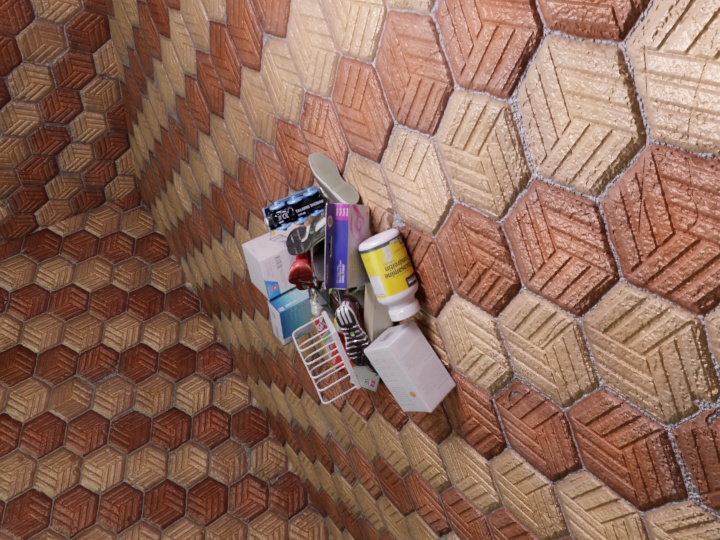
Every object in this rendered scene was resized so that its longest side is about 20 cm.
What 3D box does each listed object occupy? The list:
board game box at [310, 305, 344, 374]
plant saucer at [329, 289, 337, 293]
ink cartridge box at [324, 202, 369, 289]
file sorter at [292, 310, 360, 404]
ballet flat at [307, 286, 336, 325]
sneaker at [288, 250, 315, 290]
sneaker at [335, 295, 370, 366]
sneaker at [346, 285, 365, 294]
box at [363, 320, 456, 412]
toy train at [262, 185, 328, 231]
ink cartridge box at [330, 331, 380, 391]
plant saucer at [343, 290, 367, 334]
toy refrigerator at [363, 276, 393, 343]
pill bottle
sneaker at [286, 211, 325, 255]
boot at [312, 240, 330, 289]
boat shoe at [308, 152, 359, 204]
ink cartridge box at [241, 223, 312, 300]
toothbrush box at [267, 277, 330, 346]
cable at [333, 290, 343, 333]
[{"bbox_3d":[-0.084,0.230,1.941,0.030,0.094,0.206,-12,103,61],"label":"board game box"},{"bbox_3d":[-0.047,-0.033,1.604,0.200,0.030,0.207,-165,89,-84],"label":"plant saucer"},{"bbox_3d":[-0.028,-0.060,1.433,0.042,0.199,0.204,3,95,20],"label":"ink cartridge box"},{"bbox_3d":[-0.102,0.254,1.702,0.205,0.122,0.139,68,171,-24],"label":"file sorter"},{"bbox_3d":[-0.115,0.124,1.852,0.071,0.073,0.201,28,164,49],"label":"ballet flat"},{"bbox_3d":[-0.177,-0.023,1.711,0.201,0.075,0.120,97,164,-71],"label":"sneaker"},{"bbox_3d":[-0.010,0.159,1.657,0.117,0.073,0.205,-77,-26,-58],"label":"sneaker"},{"bbox_3d":[0.000,0.000,1.594,0.077,0.087,0.204,44,148,32],"label":"sneaker"},{"bbox_3d":[0.126,0.252,1.526,0.203,0.106,0.151,56,153,-6],"label":"box"},{"bbox_3d":[-0.188,-0.176,1.680,0.114,0.195,0.089,25,137,65],"label":"toy train"},{"bbox_3d":[-0.013,0.281,1.814,0.168,0.044,0.203,17,141,5],"label":"ink cartridge box"},{"bbox_3d":[-0.001,0.131,1.771,0.200,0.036,0.205,44,147,38],"label":"plant saucer"},{"bbox_3d":[0.053,0.098,1.593,0.204,0.068,0.077,91,161,-44],"label":"toy refrigerator"},{"bbox_3d":[0.077,0.012,1.438,0.111,0.110,0.206,-5,109,62],"label":"pill bottle"},{"bbox_3d":[-0.115,-0.098,1.663,0.198,0.114,0.078,-29,74,36],"label":"sneaker"},{"bbox_3d":[-0.127,-0.003,1.786,0.202,0.066,0.193,107,157,-53],"label":"boot"},{"bbox_3d":[-0.078,-0.227,1.561,0.203,0.070,0.061,52,151,23],"label":"boat shoe"},{"bbox_3d":[-0.258,-0.036,1.919,0.144,0.196,0.151,33,141,48],"label":"ink cartridge box"},{"bbox_3d":[-0.198,0.130,1.952,0.085,0.196,0.150,39,146,40],"label":"toothbrush box"},{"bbox_3d":[-0.062,0.116,1.774,0.096,0.049,0.206,22,131,57],"label":"cable"}]
